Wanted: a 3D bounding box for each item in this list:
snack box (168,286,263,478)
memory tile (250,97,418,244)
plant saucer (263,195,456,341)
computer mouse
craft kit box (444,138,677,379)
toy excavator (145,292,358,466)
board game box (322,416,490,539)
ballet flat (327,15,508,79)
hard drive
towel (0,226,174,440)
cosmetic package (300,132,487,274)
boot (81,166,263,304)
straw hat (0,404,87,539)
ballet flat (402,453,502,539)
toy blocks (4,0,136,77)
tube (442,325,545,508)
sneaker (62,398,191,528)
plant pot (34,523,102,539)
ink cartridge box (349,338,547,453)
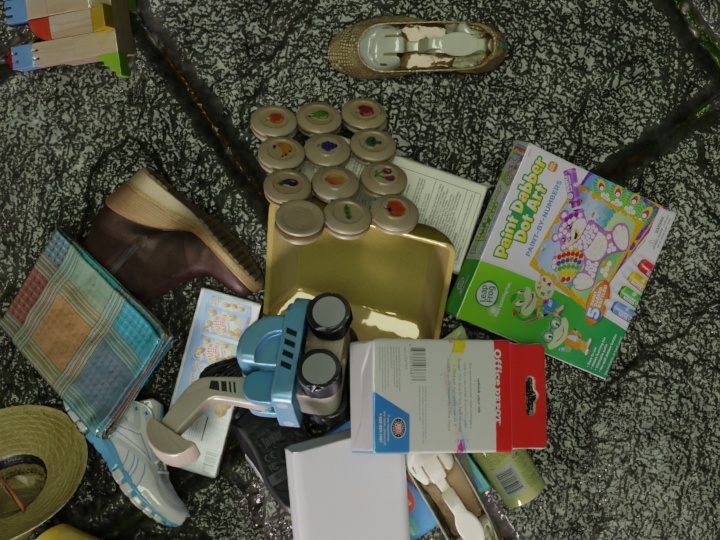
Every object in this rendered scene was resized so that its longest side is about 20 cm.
[{"bbox_3d":[-0.168,0.124,1.671,0.071,0.024,0.202,15,92,4],"label":"snack box"},{"bbox_3d":[-0.029,-0.107,1.549,0.152,0.017,0.201,-5,48,-12],"label":"memory tile"},{"bbox_3d":[0.000,0.000,1.601,0.198,0.201,0.049,15,50,7],"label":"plant saucer"},{"bbox_3d":[-0.074,0.164,1.632,0.140,0.046,0.200,-33,74,-18],"label":"computer mouse"},{"bbox_3d":[0.215,-0.011,1.610,0.196,0.048,0.202,22,92,-17],"label":"craft kit box"},{"bbox_3d":[-0.112,0.119,1.581,0.198,0.100,0.196,5,64,10],"label":"toy excavator"},{"bbox_3d":[0.020,0.231,1.656,0.199,0.045,0.153,-36,90,2],"label":"board game box"},{"bbox_3d":[0.061,-0.246,1.631,0.198,0.065,0.071,-4,92,3],"label":"ballet flat"},{"bbox_3d":[-0.010,0.267,1.585,0.131,0.026,0.202,-12,107,-27],"label":"hard drive"},{"bbox_3d":[-0.303,0.067,1.626,0.200,0.022,0.147,42,107,25],"label":"towel"},{"bbox_3d":[0.030,-0.075,1.634,0.198,0.071,0.106,20,93,2],"label":"cosmetic package"},{"bbox_3d":[-0.220,0.005,1.651,0.200,0.072,0.167,40,102,10],"label":"boot"},{"bbox_3d":[-0.385,0.250,1.651,0.199,0.202,0.086,-11,133,3],"label":"straw hat"},{"bbox_3d":[0.093,0.228,1.599,0.067,0.064,0.201,-30,90,2],"label":"ballet flat"},{"bbox_3d":[-0.328,-0.302,1.641,0.135,0.100,0.202,-7,92,14],"label":"toy blocks"},{"bbox_3d":[0.131,0.163,1.631,0.052,0.058,0.201,-24,104,38],"label":"tube"},{"bbox_3d":[-0.239,0.189,1.638,0.086,0.075,0.200,-40,77,0],"label":"sneaker"},{"bbox_3d":[-0.283,0.377,1.609,0.188,0.201,0.202,33,93,16],"label":"plant pot"},{"bbox_3d":[0.092,0.131,1.559,0.198,0.067,0.117,3,83,-22],"label":"ink cartridge box"}]
